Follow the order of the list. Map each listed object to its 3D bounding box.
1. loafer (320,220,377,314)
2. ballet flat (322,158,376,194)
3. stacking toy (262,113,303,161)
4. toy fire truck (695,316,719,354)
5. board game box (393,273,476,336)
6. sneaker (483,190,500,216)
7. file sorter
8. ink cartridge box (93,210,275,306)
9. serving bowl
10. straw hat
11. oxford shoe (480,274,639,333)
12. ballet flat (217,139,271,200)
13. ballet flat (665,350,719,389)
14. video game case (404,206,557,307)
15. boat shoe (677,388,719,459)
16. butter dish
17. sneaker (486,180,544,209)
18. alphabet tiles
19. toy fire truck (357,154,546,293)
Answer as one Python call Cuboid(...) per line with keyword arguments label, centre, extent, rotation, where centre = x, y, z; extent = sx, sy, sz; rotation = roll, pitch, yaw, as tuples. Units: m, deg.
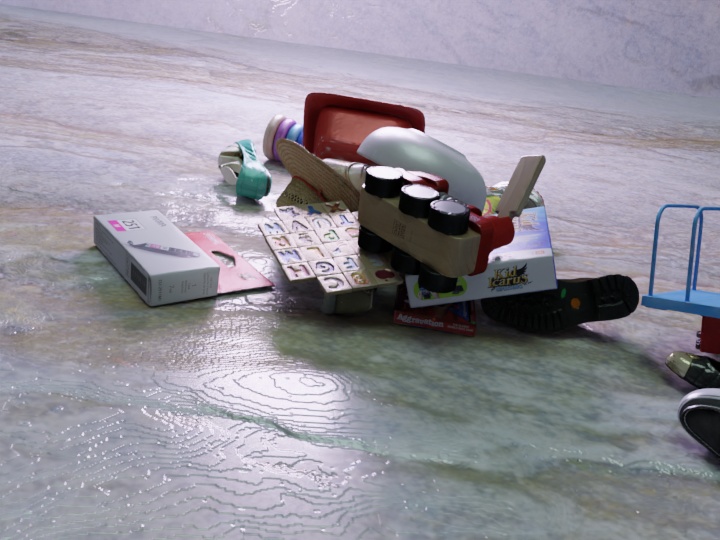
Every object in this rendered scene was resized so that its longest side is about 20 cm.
Cuboid(label="loafer", centre=(0.000, 0.000, 1.087), extent=(0.068, 0.076, 0.201), rotation=(14, 32, 3))
Cuboid(label="ballet flat", centre=(0.031, -0.112, 1.247), extent=(0.198, 0.067, 0.069), rotation=(34, 49, -15))
Cuboid(label="stacking toy", centre=(-0.077, -0.220, 1.566), extent=(0.196, 0.087, 0.085), rotation=(19, 24, 14))
Cuboid(label="toy fire truck", centre=(0.479, 0.077, 1.029), extent=(0.138, 0.050, 0.199), rotation=(7, 7, 22))
Cuboid(label="board game box", centre=(0.098, 0.026, 1.120), extent=(0.101, 0.020, 0.201), rotation=(8, 23, 1))
Cuboid(label="sneaker", centre=(0.183, -0.057, 1.294), extent=(0.089, 0.079, 0.199), rotation=(29, 34, 23))
Cuboid(label="file sorter", centre=(0.452, -0.008, 0.987), extent=(0.137, 0.126, 0.198), rotation=(-2, 8, -45))
Cuboid(label="ink cartridge box", centre=(-0.226, -0.025, 1.088), extent=(0.171, 0.044, 0.199), rotation=(-9, 29, -34))
Cuboid(label="serving bowl", centre=(0.095, -0.150, 1.195), extent=(0.197, 0.067, 0.200), rotation=(27, 7, -3))
Cuboid(label="straw hat", centre=(-0.074, -0.086, 1.226), extent=(0.200, 0.202, 0.085), rotation=(29, 71, 40))
Cuboid(label="oxford shoe", centre=(0.247, 0.043, 1.094), extent=(0.195, 0.074, 0.084), rotation=(1, -5, -5))
Cuboid(label="ballet flat", centre=(-0.201, -0.176, 1.418), extent=(0.069, 0.069, 0.200), rotation=(8, 23, -23))
Cuboid(label="ballet flat", centre=(0.448, 0.124, 0.970), extent=(0.196, 0.058, 0.066), rotation=(16, 22, 17))
Cuboid(label="video game case", centre=(0.156, -0.021, 1.096), extent=(0.177, 0.046, 0.201), rotation=(-8, 20, 12))
Cuboid(label="boat shoe", centre=(0.389, 0.181, 0.808), extent=(0.199, 0.071, 0.066), rotation=(33, 30, 30))
Cuboid(label="butter dish", centre=(-0.006, -0.155, 1.343), extent=(0.195, 0.202, 0.149), rotation=(9, 44, 3))
Cuboid(label="sneaker", centre=(0.208, -0.104, 1.415), extent=(0.196, 0.079, 0.082), rotation=(8, 24, 23))
Cuboid(label="alphabet tiles", centre=(-0.031, -0.033, 1.054), extent=(0.163, 0.006, 0.201), rotation=(-7, 35, -22))
Cuboid(label="toy fire truck", centre=(0.118, -0.079, 1.031), extent=(0.197, 0.131, 0.175), rotation=(-13, 32, -38))
